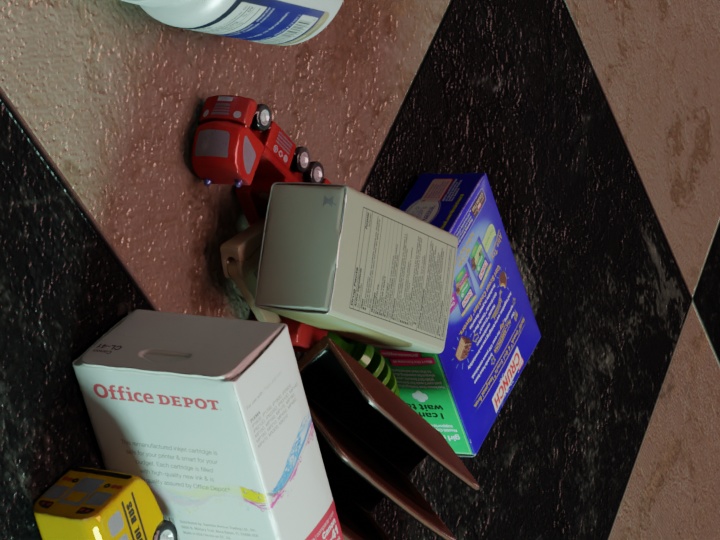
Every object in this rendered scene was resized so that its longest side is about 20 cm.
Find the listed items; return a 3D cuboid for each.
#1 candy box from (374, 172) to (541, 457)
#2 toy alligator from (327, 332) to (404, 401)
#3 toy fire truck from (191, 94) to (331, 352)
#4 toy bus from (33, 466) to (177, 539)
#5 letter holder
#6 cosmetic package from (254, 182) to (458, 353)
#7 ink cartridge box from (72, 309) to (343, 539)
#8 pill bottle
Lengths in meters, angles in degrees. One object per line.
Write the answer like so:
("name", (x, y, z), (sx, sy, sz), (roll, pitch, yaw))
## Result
("candy box", (0.080, 0.040, 1.908), (0.169, 0.077, 0.201), (-57, 137, -41))
("toy alligator", (0.013, 0.110, 1.824), (0.200, 0.054, 0.060), (60, 45, -43))
("toy fire truck", (-0.078, -0.033, 1.665), (0.200, 0.048, 0.142), (46, 55, -51))
("toy bus", (-0.169, 0.239, 1.526), (0.078, 0.065, 0.201), (-45, 130, -47))
("letter holder", (0.018, 0.170, 1.717), (0.101, 0.142, 0.200), (-43, 138, 4))
("cosmetic package", (0.000, 0.000, 1.682), (0.200, 0.071, 0.106), (24, 73, -59))
("ink cartridge box", (-0.108, 0.138, 1.539), (0.086, 0.147, 0.201), (-44, 130, -48))
("pill bottle", (-0.103, -0.231, 1.540), (0.200, 0.115, 0.117), (2, 91, -59))
